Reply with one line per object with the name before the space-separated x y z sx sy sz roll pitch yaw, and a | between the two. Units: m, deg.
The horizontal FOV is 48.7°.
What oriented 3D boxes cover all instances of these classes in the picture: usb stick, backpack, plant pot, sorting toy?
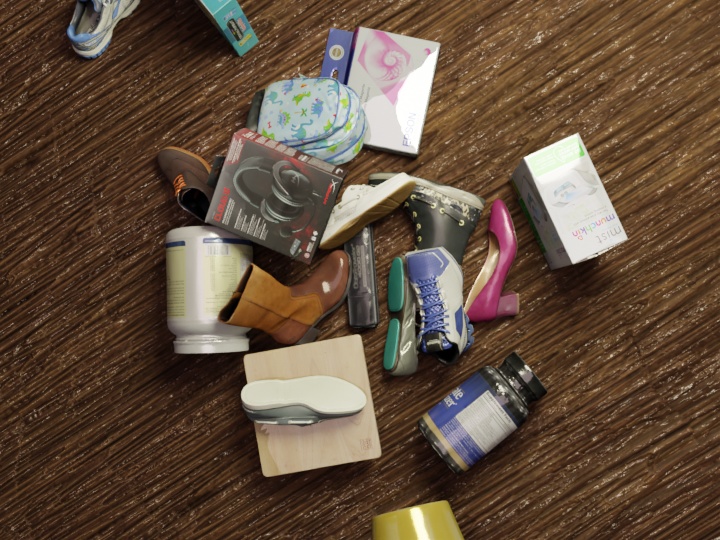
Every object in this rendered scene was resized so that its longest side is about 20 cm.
usb stick | 0.000 0.000 1.357 0.055 0.033 0.202 -5 87 13
backpack | -0.088 -0.238 1.305 0.198 0.154 0.164 7 65 6
plant pot | 0.097 0.473 1.254 0.199 0.201 0.190 -14 71 3
sorting toy | -0.077 0.222 1.331 0.197 0.070 0.202 -10 87 3

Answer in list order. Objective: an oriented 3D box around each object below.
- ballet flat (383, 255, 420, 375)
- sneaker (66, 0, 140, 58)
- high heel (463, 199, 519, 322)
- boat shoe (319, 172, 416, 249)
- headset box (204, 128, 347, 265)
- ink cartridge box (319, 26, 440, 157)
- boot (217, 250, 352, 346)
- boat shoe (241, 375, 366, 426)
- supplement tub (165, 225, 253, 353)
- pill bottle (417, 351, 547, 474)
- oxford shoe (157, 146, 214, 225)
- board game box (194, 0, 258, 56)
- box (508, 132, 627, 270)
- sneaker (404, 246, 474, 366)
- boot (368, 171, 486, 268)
ballet flat | 0.078 0.077 1.341 0.063 0.067 0.202 6 88 -24
sneaker | -0.444 -0.467 1.382 0.077 0.085 0.201 26 88 4
high heel | 0.209 -0.015 1.324 0.095 0.067 0.202 -6 90 -7
boat shoe | -0.002 -0.111 1.304 0.199 0.071 0.070 -32 72 22
headset box | -0.139 -0.120 1.238 0.199 0.077 0.150 23 107 -2
ink cartridge box | 0.022 -0.311 1.368 0.198 0.043 0.198 11 88 3
boot | -0.118 0.023 1.284 0.189 0.200 0.068 -53 50 6
boat shoe | -0.091 0.215 1.277 0.198 0.073 0.062 1 130 -3
supplement tub | -0.247 0.033 1.313 0.144 0.145 0.202 -2 87 3
pill bottle | 0.200 0.228 1.292 0.200 0.112 0.112 -39 85 0
oxford shoe | -0.287 -0.146 1.343 0.200 0.072 0.071 41 110 22
board game box | -0.249 -0.453 1.312 0.047 0.200 0.151 -39 85 1
box | 0.323 -0.101 1.259 0.096 0.200 0.178 -24 87 3
sneaker | 0.127 0.069 1.270 0.080 0.115 0.201 -13 110 22
boot | 0.095 -0.075 1.336 0.202 0.073 0.155 15 91 6
